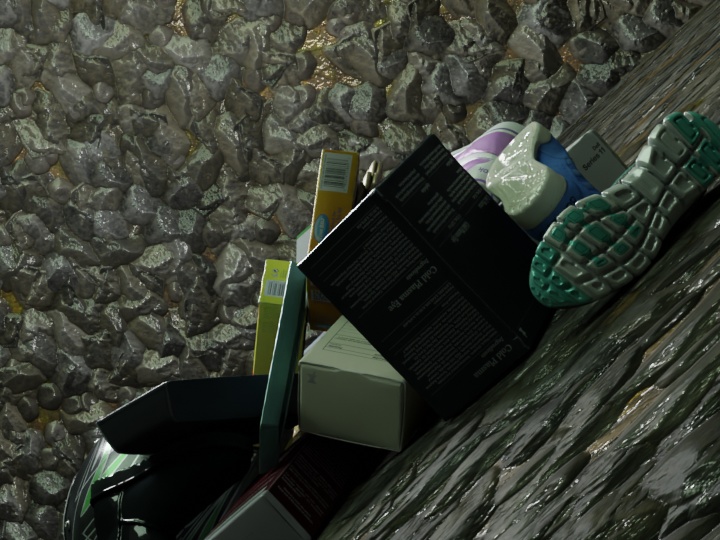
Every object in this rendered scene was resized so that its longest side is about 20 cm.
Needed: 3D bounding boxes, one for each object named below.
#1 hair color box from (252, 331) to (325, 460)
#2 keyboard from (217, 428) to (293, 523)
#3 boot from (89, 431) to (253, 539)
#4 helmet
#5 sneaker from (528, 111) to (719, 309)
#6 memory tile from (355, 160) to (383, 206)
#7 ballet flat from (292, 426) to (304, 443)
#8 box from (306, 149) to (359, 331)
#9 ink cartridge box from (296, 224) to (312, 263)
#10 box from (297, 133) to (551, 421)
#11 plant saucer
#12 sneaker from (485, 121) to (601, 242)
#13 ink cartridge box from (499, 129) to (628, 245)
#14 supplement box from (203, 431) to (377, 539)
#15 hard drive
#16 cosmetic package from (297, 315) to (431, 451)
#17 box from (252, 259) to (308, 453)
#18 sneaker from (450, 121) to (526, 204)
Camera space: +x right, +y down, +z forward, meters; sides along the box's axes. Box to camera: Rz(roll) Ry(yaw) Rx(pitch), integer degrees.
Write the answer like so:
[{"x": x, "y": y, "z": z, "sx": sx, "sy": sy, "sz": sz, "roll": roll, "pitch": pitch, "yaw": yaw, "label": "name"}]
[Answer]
[{"x": -0.056, "y": 0.153, "z": 2.005, "sx": 0.200, "sy": 0.099, "sz": 0.061, "roll": -43, "pitch": 2, "yaw": -25, "label": "hair color box"}, {"x": -0.122, "y": 0.238, "z": 1.697, "sx": 0.201, "sy": 0.011, "sz": 0.056, "roll": -61, "pitch": -14, "yaw": 1, "label": "keyboard"}, {"x": -0.171, "y": 0.255, "z": 1.641, "sx": 0.199, "sy": 0.169, "sz": 0.076, "roll": -25, "pitch": -31, "yaw": 30, "label": "boot"}, {"x": -0.204, "y": 0.241, "z": 1.823, "sx": 0.200, "sy": 0.200, "sz": 0.191, "roll": -42, "pitch": 18, "yaw": 25, "label": "helmet"}, {"x": 0.206, "y": -0.032, "z": 1.374, "sx": 0.200, "sy": 0.078, "sz": 0.091, "roll": -40, "pitch": -15, "yaw": -17, "label": "sneaker"}, {"x": 0.000, "y": 0.000, "z": 1.740, "sx": 0.153, "sy": 0.017, "sz": 0.201, "roll": -74, "pitch": -9, "yaw": -73, "label": "memory tile"}, {"x": -0.032, "y": 0.174, "z": 1.834, "sx": 0.200, "sy": 0.070, "sz": 0.066, "roll": 134, "pitch": 155, "yaw": -69, "label": "ballet flat"}, {"x": -0.026, "y": -0.021, "z": 1.712, "sx": 0.200, "sy": 0.041, "sz": 0.120, "roll": 96, "pitch": -179, "yaw": -68, "label": "box"}, {"x": 0.043, "y": -0.010, "z": 1.999, "sx": 0.199, "sy": 0.084, "sz": 0.147, "roll": 5, "pitch": -17, "yaw": -20, "label": "ink cartridge box"}, {"x": 0.067, "y": 0.002, "z": 1.524, "sx": 0.104, "sy": 0.182, "sz": 0.200, "roll": -44, "pitch": 1, "yaw": 24, "label": "box"}, {"x": -0.069, "y": 0.086, "z": 1.605, "sx": 0.070, "sy": 0.019, "sz": 0.201, "roll": 93, "pitch": -175, "yaw": -47, "label": "plant saucer"}, {"x": 0.178, "y": -0.059, "z": 1.564, "sx": 0.077, "sy": 0.111, "sz": 0.200, "roll": -48, "pitch": 14, "yaw": 12, "label": "sneaker"}, {"x": 0.169, "y": -0.035, "z": 1.753, "sx": 0.147, "sy": 0.083, "sz": 0.200, "roll": -43, "pitch": 1, "yaw": -29, "label": "ink cartridge box"}, {"x": -0.065, "y": 0.205, "z": 1.586, "sx": 0.109, "sy": 0.061, "sz": 0.200, "roll": -42, "pitch": 2, "yaw": 28, "label": "supplement box"}, {"x": -0.132, "y": 0.135, "z": 1.668, "sx": 0.199, "sy": 0.043, "sz": 0.135, "roll": 0, "pitch": -21, "yaw": -43, "label": "hard drive"}, {"x": 0.026, "y": 0.081, "z": 1.615, "sx": 0.200, "sy": 0.105, "sz": 0.071, "roll": -44, "pitch": -39, "yaw": -58, "label": "cosmetic package"}, {"x": -0.083, "y": 0.090, "z": 1.785, "sx": 0.075, "sy": 0.050, "sz": 0.201, "roll": -84, "pitch": 2, "yaw": -51, "label": "box"}, {"x": 0.090, "y": -0.065, "z": 1.751, "sx": 0.114, "sy": 0.073, "sz": 0.201, "roll": -53, "pitch": 2, "yaw": -31, "label": "sneaker"}]
